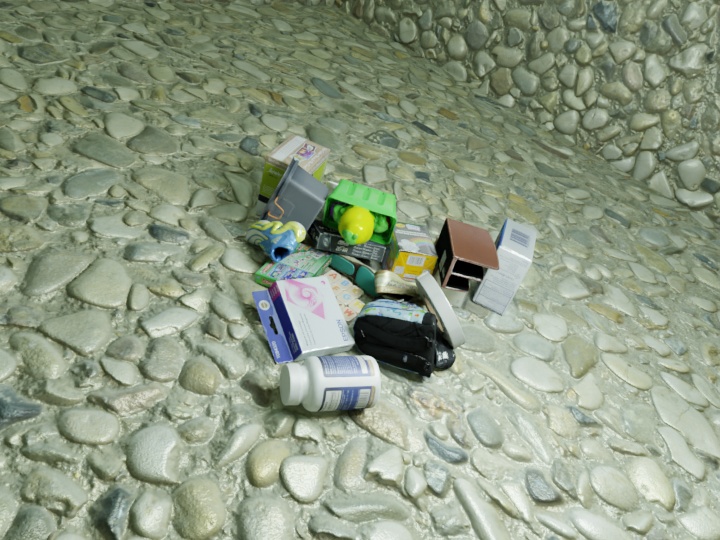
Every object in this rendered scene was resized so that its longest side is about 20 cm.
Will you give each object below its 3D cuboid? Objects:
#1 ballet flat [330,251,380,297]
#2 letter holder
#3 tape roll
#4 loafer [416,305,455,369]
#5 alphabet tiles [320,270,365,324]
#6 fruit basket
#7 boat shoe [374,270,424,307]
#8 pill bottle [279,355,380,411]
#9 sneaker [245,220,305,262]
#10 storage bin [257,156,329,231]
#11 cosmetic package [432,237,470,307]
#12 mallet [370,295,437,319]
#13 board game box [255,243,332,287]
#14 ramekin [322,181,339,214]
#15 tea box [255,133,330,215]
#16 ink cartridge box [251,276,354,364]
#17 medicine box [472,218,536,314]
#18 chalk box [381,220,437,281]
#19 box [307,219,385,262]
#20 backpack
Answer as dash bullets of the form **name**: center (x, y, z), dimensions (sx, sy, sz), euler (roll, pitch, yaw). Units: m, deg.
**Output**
- **ballet flat**: center (0.000, 0.000, 1.712), dimensions (0.199, 0.068, 0.062), euler (36, 30, 21)
- **letter holder**: center (0.292, -0.036, 1.715), dimensions (0.139, 0.102, 0.202), euler (13, 34, -8)
- **tape roll**: center (0.197, 0.100, 1.565), dimensions (0.037, 0.204, 0.204), euler (-28, 46, -1)
- **loafer**: center (0.162, 0.162, 1.564), dimensions (0.069, 0.069, 0.202), euler (1, 42, -39)
- **alphabet tiles**: center (-0.083, 0.063, 1.627), dimensions (0.198, 0.015, 0.195), euler (33, 36, 20)
- **fruit basket**: center (-0.005, -0.128, 1.681), dimensions (0.210, 0.156, 0.220), euler (5, 59, -8)
- **boat shoe**: center (0.109, 0.061, 1.656), dimensions (0.198, 0.073, 0.064), euler (24, 60, -34)
- **pill bottle**: center (-0.065, 0.236, 1.312), dimensions (0.196, 0.113, 0.112), euler (3, 37, -24)
- **sneaker**: center (-0.240, -0.075, 1.645), dimensions (0.197, 0.076, 0.106), euler (-6, 45, 35)
- **storage bin**: center (-0.180, -0.178, 1.705), dimensions (0.133, 0.201, 0.147), euler (29, 34, -10)
- **cosmetic package**: center (0.253, 0.003, 1.812), dimensions (0.101, 0.088, 0.202), euler (15, 35, -7)
- **mallet**: center (0.108, 0.105, 1.585), dimensions (0.196, 0.042, 0.066), euler (8, 29, 26)
- **board game box**: center (-0.172, -0.009, 1.650), dimensions (0.132, 0.030, 0.200), euler (17, 33, 15)
- **ramekin**: center (-0.020, -0.190, 1.876), dimensions (0.196, 0.100, 0.201), euler (19, 8, -3)
- **tea box**: center (-0.198, -0.266, 1.857), dimensions (0.131, 0.200, 0.201), euler (23, 33, 6)
- **ink cartridge box**: center (-0.134, 0.110, 1.472), dimensions (0.197, 0.044, 0.199), euler (-6, 57, -34)
- **medicine box**: center (0.417, -0.012, 1.813), dimensions (0.101, 0.203, 0.183), euler (24, 34, 5)
- **chalk box**: center (0.131, -0.057, 1.805), dimensions (0.122, 0.126, 0.202), euler (8, 35, -14)
- **box**: center (-0.044, -0.087, 1.773), dimensions (0.196, 0.044, 0.160), euler (12, 16, -19)
- **backpack**: center (0.079, 0.148, 1.478), dimensions (0.195, 0.166, 0.155), euler (3, 31, 6)
